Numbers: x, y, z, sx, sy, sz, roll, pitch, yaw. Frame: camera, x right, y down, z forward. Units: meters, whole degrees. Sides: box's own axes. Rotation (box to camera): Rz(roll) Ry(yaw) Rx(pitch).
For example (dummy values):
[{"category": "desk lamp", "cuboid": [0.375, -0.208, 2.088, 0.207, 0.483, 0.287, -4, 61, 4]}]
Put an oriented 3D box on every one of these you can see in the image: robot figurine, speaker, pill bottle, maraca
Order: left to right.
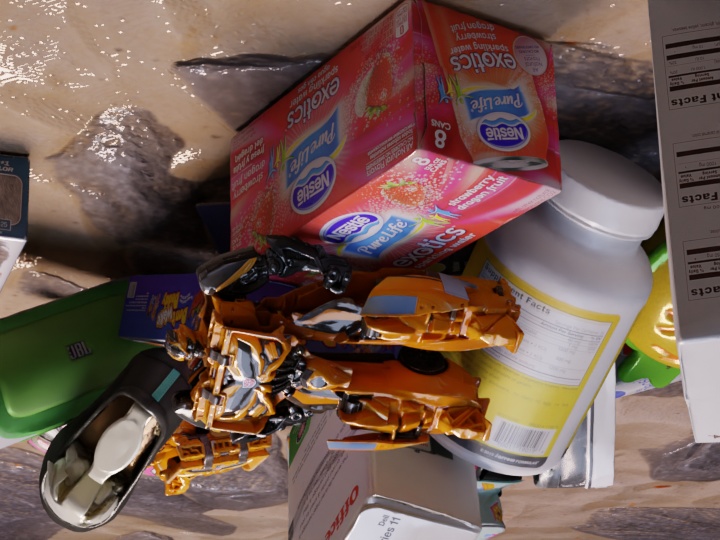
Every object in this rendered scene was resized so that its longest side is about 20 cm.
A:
[{"category": "speaker", "cuboid": [-0.214, 0.065, 1.171, 0.200, 0.089, 0.088, -21, 173, -38]}, {"category": "robot figurine", "cuboid": [-0.137, 0.133, 1.254, 0.145, 0.058, 0.200, -6, 168, -31]}, {"category": "robot figurine", "cuboid": [-0.013, 0.049, 0.962, 0.200, 0.058, 0.145, 2, 124, -18]}, {"category": "pill bottle", "cuboid": [0.116, 0.023, 1.054, 0.112, 0.112, 0.200, 10, 119, -26]}, {"category": "maraca", "cuboid": [0.236, 0.020, 1.135, 0.137, 0.107, 0.200, -14, 146, -7]}]

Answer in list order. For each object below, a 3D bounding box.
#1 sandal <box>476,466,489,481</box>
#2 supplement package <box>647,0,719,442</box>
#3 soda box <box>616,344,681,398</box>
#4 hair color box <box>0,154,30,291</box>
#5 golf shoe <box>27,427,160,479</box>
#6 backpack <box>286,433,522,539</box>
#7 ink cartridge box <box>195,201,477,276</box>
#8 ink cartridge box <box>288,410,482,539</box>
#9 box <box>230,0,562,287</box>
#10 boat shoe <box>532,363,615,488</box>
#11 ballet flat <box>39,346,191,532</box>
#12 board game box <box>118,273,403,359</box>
[{"category": "sandal", "cuboid": [0.108, 0.145, 1.319, 0.075, 0.045, 0.200, -22, -176, -16]}, {"category": "supplement package", "cuboid": [0.240, -0.031, 0.903, 0.147, 0.200, 0.191, -6, 158, 12]}, {"category": "soda box", "cuboid": [0.162, 0.066, 1.250, 0.200, 0.068, 0.063, -15, 163, -7]}, {"category": "hair color box", "cuboid": [-0.287, -0.014, 1.100, 0.100, 0.061, 0.200, 6, 156, -20]}, {"category": "golf shoe", "cuboid": [-0.195, 0.136, 1.461, 0.200, 0.073, 0.092, 12, 153, -28]}, {"category": "backpack", "cuboid": [0.029, 0.184, 1.493, 0.176, 0.154, 0.200, 2, 169, -34]}, {"category": "ink cartridge box", "cuboid": [0.000, 0.000, 1.175, 0.200, 0.047, 0.198, -6, 159, 4]}, {"category": "ink cartridge box", "cuboid": [0.011, 0.142, 1.141, 0.083, 0.200, 0.147, 18, 126, -15]}, {"category": "box", "cuboid": [0.014, -0.062, 0.953, 0.100, 0.096, 0.200, 14, 154, -31]}, {"category": "boat shoe", "cuboid": [0.140, 0.061, 1.168, 0.068, 0.074, 0.200, -4, 114, 0]}, {"category": "ballet flat", "cuboid": [-0.178, 0.127, 1.128, 0.068, 0.068, 0.200, 34, 126, -3]}, {"category": "board game box", "cuboid": [-0.065, 0.037, 1.093, 0.134, 0.045, 0.200, 13, 174, -23]}]
